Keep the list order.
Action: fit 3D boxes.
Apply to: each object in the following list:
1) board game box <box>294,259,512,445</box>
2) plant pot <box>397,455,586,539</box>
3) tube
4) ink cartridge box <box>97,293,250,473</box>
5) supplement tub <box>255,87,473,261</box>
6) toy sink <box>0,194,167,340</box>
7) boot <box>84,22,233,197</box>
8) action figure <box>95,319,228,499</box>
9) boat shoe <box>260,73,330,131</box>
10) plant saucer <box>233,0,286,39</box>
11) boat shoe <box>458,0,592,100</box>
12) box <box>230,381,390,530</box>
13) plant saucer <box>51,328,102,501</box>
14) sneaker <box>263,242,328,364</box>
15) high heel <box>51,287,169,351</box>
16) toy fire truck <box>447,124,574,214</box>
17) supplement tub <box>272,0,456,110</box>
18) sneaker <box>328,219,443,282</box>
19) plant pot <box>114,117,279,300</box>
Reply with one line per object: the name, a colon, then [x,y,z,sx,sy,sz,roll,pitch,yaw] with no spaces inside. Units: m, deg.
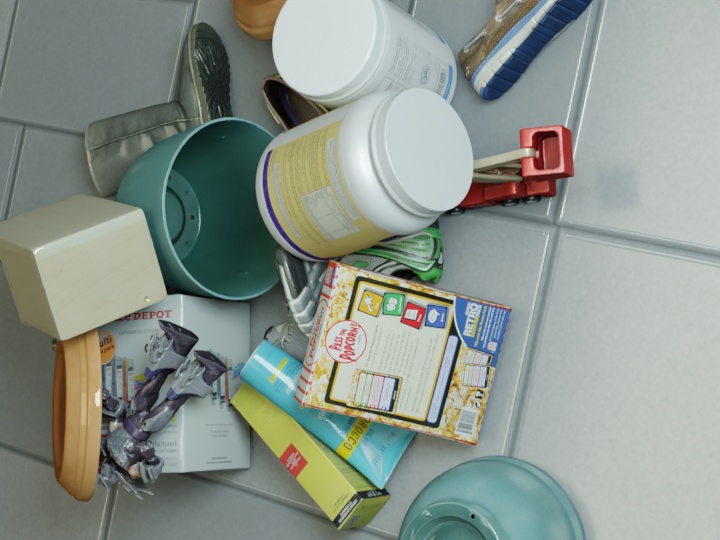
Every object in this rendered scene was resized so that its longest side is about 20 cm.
board game box: [0.045,0.087,1.406,0.198,0.046,0.153,15,92,-15]
plant pot: [0.117,0.293,1.367,0.198,0.134,0.203,-3,83,28]
tube: [-0.039,0.153,1.474,0.199,0.050,0.078,34,72,3]
ink cartridge box: [-0.223,0.133,1.559,0.144,0.144,0.203,-5,82,28]
supplement tub: [0.003,-0.098,1.362,0.199,0.144,0.147,-16,77,47]
toy sink: [-0.320,-0.004,1.482,0.199,0.129,0.113,13,122,57]
boot: [-0.254,-0.198,1.661,0.198,0.072,0.184,-12,77,34]
action figure: [-0.233,0.156,1.439,0.130,0.069,0.201,40,100,31]
boat shoe: [-0.043,-0.153,1.529,0.201,0.059,0.072,55,130,22]
plant saucer: [-0.078,-0.359,1.535,0.199,0.037,0.202,-26,47,30]
boat shoe: [0.178,-0.279,1.426,0.200,0.072,0.073,-46,65,17]
box: [-0.057,0.200,1.504,0.200,0.075,0.050,47,107,23]
plant saucer: [-0.316,0.153,1.476,0.200,0.037,0.203,-178,90,-71]
sneaker: [-0.074,0.053,1.485,0.115,0.075,0.201,-4,124,37]
high heel: [-0.328,0.004,1.677,0.199,0.071,0.144,-34,64,19]
toy fire truck: [0.139,-0.101,1.390,0.198,0.141,0.049,-7,81,27]
supplement tub: [0.009,-0.226,1.437,0.131,0.199,0.134,-5,79,29]
sneaker: [0.000,0.000,1.491,0.198,0.078,0.086,-18,78,25]
plant pot: [-0.190,-0.066,1.538,0.160,0.199,0.203,-3,83,47]
